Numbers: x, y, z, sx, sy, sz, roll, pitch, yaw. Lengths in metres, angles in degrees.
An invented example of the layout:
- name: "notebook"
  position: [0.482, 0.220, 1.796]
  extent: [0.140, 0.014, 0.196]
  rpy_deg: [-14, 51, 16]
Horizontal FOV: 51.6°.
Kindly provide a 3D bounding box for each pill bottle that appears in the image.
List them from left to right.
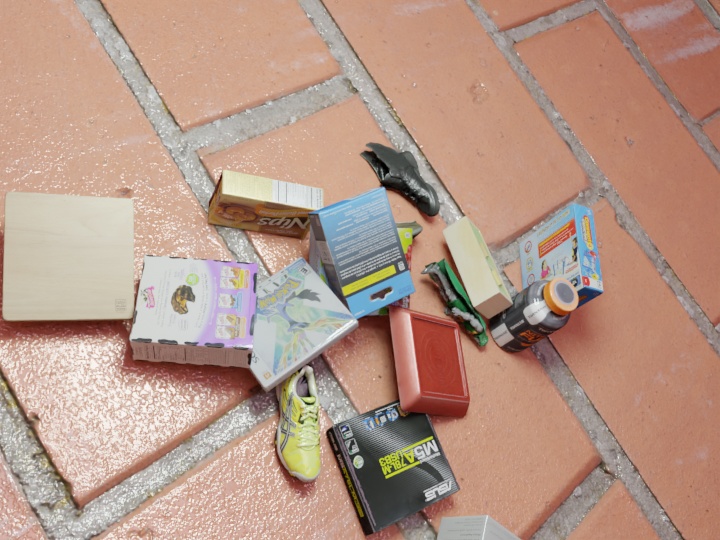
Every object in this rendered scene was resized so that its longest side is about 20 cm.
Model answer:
- name: "pill bottle"
  position: [0.358, 0.087, 1.529]
  extent: [0.104, 0.200, 0.108]
  rpy_deg: [11, 61, -20]

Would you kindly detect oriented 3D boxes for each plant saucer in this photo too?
- name: "plant saucer"
  position: [0.142, 0.172, 1.430]
  extent: [0.198, 0.036, 0.203]
  rpy_deg: [17, 60, -45]

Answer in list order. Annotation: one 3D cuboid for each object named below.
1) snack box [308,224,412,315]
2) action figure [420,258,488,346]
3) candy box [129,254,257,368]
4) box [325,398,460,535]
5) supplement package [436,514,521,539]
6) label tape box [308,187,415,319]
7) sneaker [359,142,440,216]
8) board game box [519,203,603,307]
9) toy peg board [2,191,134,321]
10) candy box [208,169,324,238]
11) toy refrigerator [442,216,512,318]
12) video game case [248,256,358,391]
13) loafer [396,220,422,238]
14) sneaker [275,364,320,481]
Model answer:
- name: "snack box"
  position: [0.000, 0.000, 1.433]
  extent: [0.196, 0.067, 0.172]
  rpy_deg: [-1, 94, -25]
- name: "action figure"
  position: [0.202, 0.072, 1.531]
  extent: [0.054, 0.118, 0.201]
  rpy_deg: [-38, 96, -10]
- name: "candy box"
  position: [-0.276, 0.068, 1.257]
  extent: [0.196, 0.072, 0.170]
  rpy_deg: [5, 56, -9]
- name: "box"
  position: [0.059, 0.344, 1.343]
  extent: [0.197, 0.048, 0.196]
  rpy_deg: [-14, 70, -31]
- name: "supplement package"
  position: [0.187, 0.534, 1.255]
  extent: [0.109, 0.113, 0.202]
  rpy_deg: [39, 51, -26]
- name: "label tape box"
  position: [0.003, -0.032, 1.360]
  extent: [0.142, 0.063, 0.203]
  rpy_deg: [-22, 102, -23]
- name: "sneaker"
  position: [0.087, -0.195, 1.622]
  extent: [0.103, 0.060, 0.202]
  rpy_deg: [-14, 68, -33]
- name: "board game box"
  position: [0.429, -0.008, 1.614]
  extent: [0.055, 0.200, 0.199]
  rpy_deg: [13, 61, -21]
- name: "toy peg board"
  position: [-0.482, -0.015, 1.234]
  extent: [0.196, 0.097, 0.203]
  rpy_deg: [1, 81, -26]
- name: "candy box"
  position: [-0.179, -0.122, 1.412]
  extent: [0.196, 0.115, 0.056]
  rpy_deg: [8, 63, -23]
- name: "toy refrigerator"
  position: [0.246, -0.010, 1.556]
  extent: [0.076, 0.069, 0.202]
  rpy_deg: [35, 31, -49]
- name: "video game case"
  position: [-0.133, 0.089, 1.312]
  extent: [0.198, 0.022, 0.182]
  rpy_deg: [-34, 59, -17]
- name: "loafer"
  position: [0.040, -0.085, 1.530]
  extent: [0.197, 0.075, 0.071]
  rpy_deg: [-9, 74, -30]
- name: "sneaker"
  position: [-0.104, 0.257, 1.276]
  extent: [0.074, 0.076, 0.204]
  rpy_deg: [-1, 67, -28]
